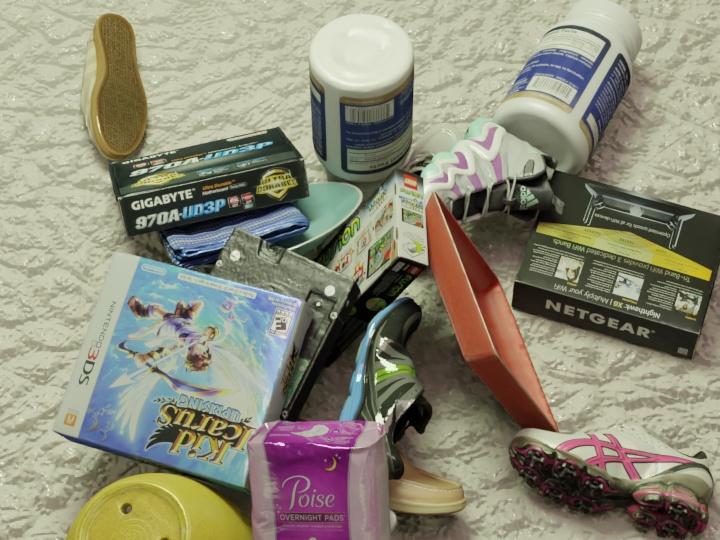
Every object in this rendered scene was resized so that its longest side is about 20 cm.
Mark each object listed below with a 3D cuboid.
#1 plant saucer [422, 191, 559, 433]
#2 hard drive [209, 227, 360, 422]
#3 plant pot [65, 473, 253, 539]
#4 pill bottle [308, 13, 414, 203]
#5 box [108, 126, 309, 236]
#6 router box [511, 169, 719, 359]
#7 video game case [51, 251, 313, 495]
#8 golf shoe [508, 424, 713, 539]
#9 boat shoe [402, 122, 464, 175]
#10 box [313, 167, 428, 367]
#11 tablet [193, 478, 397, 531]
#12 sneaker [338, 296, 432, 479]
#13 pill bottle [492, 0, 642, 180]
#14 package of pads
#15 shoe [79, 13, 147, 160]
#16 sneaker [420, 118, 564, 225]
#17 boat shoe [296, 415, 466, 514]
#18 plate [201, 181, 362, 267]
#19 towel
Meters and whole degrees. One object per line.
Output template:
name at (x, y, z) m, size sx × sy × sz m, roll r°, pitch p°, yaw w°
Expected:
plant saucer at (0.121, 0.050, 1.520) m, size 0.036 × 0.200 × 0.201 m, roll -26°, pitch 54°, yaw 10°
hard drive at (-0.104, 0.075, 1.477) m, size 0.139 × 0.038 × 0.201 m, roll 22°, pitch 77°, yaw 18°
plant pot at (-0.186, 0.259, 1.371) m, size 0.198 × 0.142 × 0.202 m, roll -3°, pitch 59°, yaw 6°
pill bottle at (0.002, -0.167, 1.660) m, size 0.110 × 0.201 × 0.112 m, roll 0°, pitch 54°, yaw 0°
box at (-0.165, -0.097, 1.657) m, size 0.198 × 0.046 × 0.159 m, roll -13°, pitch 19°, yaw -8°
router box at (0.275, -0.008, 1.634) m, size 0.198 × 0.052 × 0.158 m, roll 17°, pitch 56°, yaw 12°
video game case at (-0.165, 0.093, 1.441) m, size 0.198 × 0.045 × 0.183 m, roll 14°, pitch 77°, yaw 15°
golf shoe at (0.240, 0.187, 1.485) m, size 0.198 × 0.073 × 0.093 m, roll 18°, pitch 49°, yaw 1°
boat shoe at (0.074, -0.094, 1.687) m, size 0.070 × 0.070 × 0.201 m, roll 15°, pitch 56°, yaw 12°
box at (0.000, 0.000, 1.545) m, size 0.034 × 0.200 × 0.111 m, roll 18°, pitch 50°, yaw -24°
tablet at (-0.073, 0.225, 1.454) m, size 0.199 × 0.014 × 0.131 m, roll 36°, pitch 93°, yaw 23°
sneaker at (0.030, 0.115, 1.456) m, size 0.082 × 0.071 × 0.201 m, roll 10°, pitch 52°, yaw 7°
pill bottle at (0.237, -0.207, 1.740) m, size 0.115 × 0.116 × 0.201 m, roll 23°, pitch 57°, yaw 17°
package of pads at (-0.032, 0.235, 1.363) m, size 0.119 × 0.202 × 0.076 m, roll -1°, pitch 9°, yaw 12°
shoe at (-0.287, -0.205, 1.788) m, size 0.069 × 0.053 × 0.202 m, roll 15°, pitch 53°, yaw -30°
sneaker at (0.143, -0.080, 1.607) m, size 0.139 × 0.078 × 0.200 m, roll 24°, pitch 46°, yaw 18°
boat shoe at (0.007, 0.183, 1.473) m, size 0.198 × 0.071 × 0.065 m, roll 13°, pitch 93°, yaw 11°
plate at (-0.090, -0.041, 1.629) m, size 0.198 × 0.026 × 0.200 m, roll -15°, pitch 21°, yaw 6°
towel at (-0.142, -0.056, 1.625) m, size 0.144 × 0.024 × 0.200 m, roll -17°, pitch 21°, yaw -11°
